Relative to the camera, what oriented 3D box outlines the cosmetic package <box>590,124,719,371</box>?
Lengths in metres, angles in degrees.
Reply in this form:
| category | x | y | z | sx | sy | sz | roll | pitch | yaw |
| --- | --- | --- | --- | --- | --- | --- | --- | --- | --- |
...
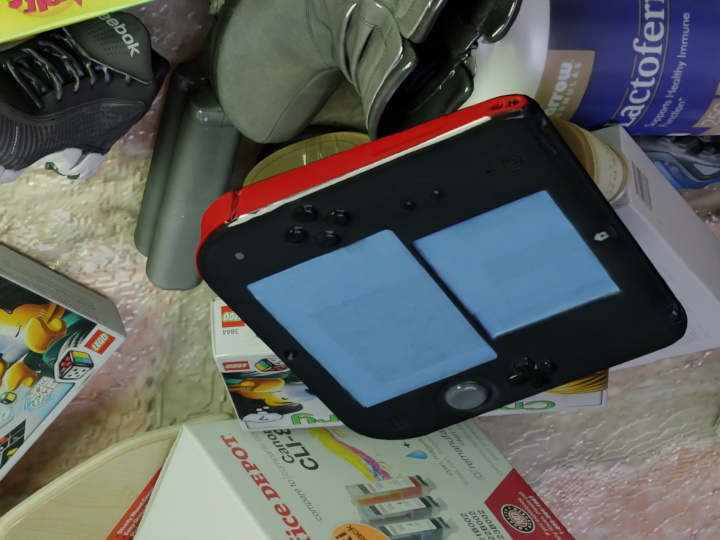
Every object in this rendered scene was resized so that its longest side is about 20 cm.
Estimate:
| category | x | y | z | sx | sy | sz | roll | pitch | yaw |
| --- | --- | --- | --- | --- | --- | --- | --- | --- | --- |
| cosmetic package | 0.106 | 0.000 | 1.323 | 0.150 | 0.052 | 0.200 | -16 | 153 | 20 |

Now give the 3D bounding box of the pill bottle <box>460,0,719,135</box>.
| category | x | y | z | sx | sy | sz | roll | pitch | yaw |
| --- | --- | --- | --- | --- | --- | --- | --- | --- | --- |
| pill bottle | 0.102 | -0.125 | 1.247 | 0.199 | 0.116 | 0.116 | -2 | 127 | -22 |

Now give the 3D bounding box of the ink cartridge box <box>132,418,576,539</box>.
| category | x | y | z | sx | sy | sz | roll | pitch | yaw |
| --- | --- | --- | --- | --- | --- | --- | --- | --- | --- |
| ink cartridge box | -0.011 | 0.175 | 1.391 | 0.200 | 0.145 | 0.145 | -5 | 131 | -38 |

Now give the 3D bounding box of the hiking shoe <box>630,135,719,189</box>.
| category | x | y | z | sx | sy | sz | roll | pitch | yaw |
| --- | --- | --- | --- | --- | --- | --- | --- | --- | --- |
| hiking shoe | 0.139 | -0.066 | 1.356 | 0.199 | 0.075 | 0.087 | -2 | 149 | -21 |

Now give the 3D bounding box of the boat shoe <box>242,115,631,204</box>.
| category | x | y | z | sx | sy | sz | roll | pitch | yaw |
| --- | --- | --- | --- | --- | --- | --- | --- | --- | --- |
| boat shoe | 0.034 | -0.037 | 1.229 | 0.200 | 0.073 | 0.063 | -11 | 171 | 30 |

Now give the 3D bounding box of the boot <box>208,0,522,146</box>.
| category | x | y | z | sx | sy | sz | roll | pitch | yaw |
| --- | --- | --- | --- | --- | --- | --- | --- | --- | --- |
| boot | -0.004 | -0.100 | 1.124 | 0.070 | 0.132 | 0.200 | 4 | 137 | -27 |

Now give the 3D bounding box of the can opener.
| category | x | y | z | sx | sy | sz | roll | pitch | yaw |
| --- | --- | --- | --- | --- | --- | --- | --- | --- | --- |
| can opener | -0.062 | -0.080 | 1.254 | 0.067 | 0.053 | 0.200 | 0 | 127 | -23 |

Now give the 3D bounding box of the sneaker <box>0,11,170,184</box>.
| category | x | y | z | sx | sy | sz | roll | pitch | yaw |
| --- | --- | --- | --- | --- | --- | --- | --- | --- | --- |
| sneaker | -0.143 | -0.089 | 1.146 | 0.090 | 0.067 | 0.200 | -41 | 172 | 12 |

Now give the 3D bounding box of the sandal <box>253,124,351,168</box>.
| category | x | y | z | sx | sy | sz | roll | pitch | yaw |
| --- | --- | --- | --- | --- | --- | --- | --- | --- | --- |
| sandal | 0.001 | 0.000 | 1.348 | 0.075 | 0.048 | 0.201 | -27 | 132 | -2 |

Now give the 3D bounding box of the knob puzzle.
| category | x | y | z | sx | sy | sz | roll | pitch | yaw |
| --- | --- | --- | --- | --- | --- | --- | --- | --- | --- |
| knob puzzle | -0.134 | 0.151 | 1.409 | 0.219 | 0.030 | 0.220 | -23 | 141 | -21 |

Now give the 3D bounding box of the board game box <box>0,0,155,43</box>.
| category | x | y | z | sx | sy | sz | roll | pitch | yaw |
| --- | --- | --- | --- | --- | --- | --- | --- | --- | --- |
| board game box | -0.163 | -0.135 | 1.126 | 0.199 | 0.102 | 0.048 | -17 | 107 | -11 |

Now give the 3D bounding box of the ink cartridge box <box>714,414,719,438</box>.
| category | x | y | z | sx | sy | sz | roll | pitch | yaw |
| --- | --- | --- | --- | --- | --- | --- | --- | --- | --- |
| ink cartridge box | 0.348 | 0.084 | 1.503 | 0.199 | 0.147 | 0.146 | 0 | 127 | -23 |

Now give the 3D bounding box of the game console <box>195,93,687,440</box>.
| category | x | y | z | sx | sy | sz | roll | pitch | yaw |
| --- | --- | --- | --- | --- | --- | --- | --- | --- | --- |
| game console | 0.038 | 0.006 | 1.144 | 0.176 | 0.031 | 0.200 | -17 | 142 | 21 |

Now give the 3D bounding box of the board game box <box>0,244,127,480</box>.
| category | x | y | z | sx | sy | sz | roll | pitch | yaw |
| --- | --- | --- | --- | --- | --- | --- | --- | --- | --- |
| board game box | -0.234 | 0.072 | 1.311 | 0.126 | 0.035 | 0.200 | 29 | 111 | -37 |

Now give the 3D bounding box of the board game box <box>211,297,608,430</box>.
| category | x | y | z | sx | sy | sz | roll | pitch | yaw |
| --- | --- | --- | --- | --- | --- | --- | --- | --- | --- |
| board game box | 0.029 | 0.043 | 1.286 | 0.199 | 0.035 | 0.126 | -4 | 159 | 3 |
